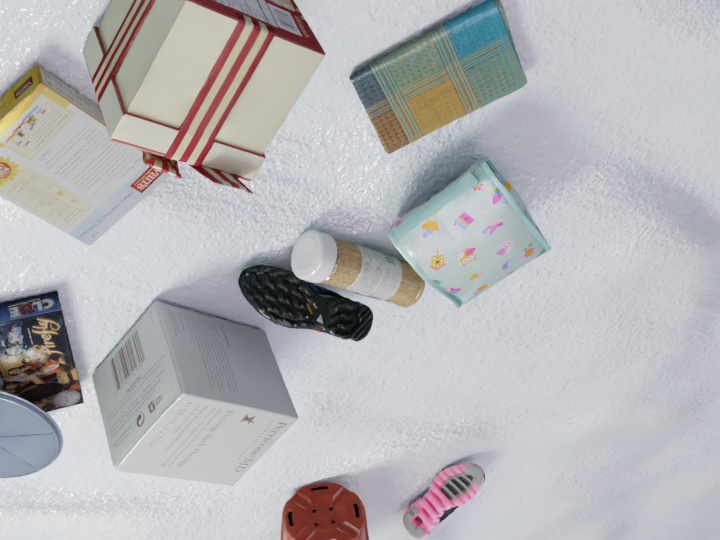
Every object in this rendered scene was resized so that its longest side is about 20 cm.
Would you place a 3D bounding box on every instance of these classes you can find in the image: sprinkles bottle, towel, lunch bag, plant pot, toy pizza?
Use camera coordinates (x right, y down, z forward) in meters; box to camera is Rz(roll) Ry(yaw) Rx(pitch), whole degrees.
[{"bbox_3d":[0.000,0.000,1.434,0.200,0.068,0.068,17,125,-40],"label":"sprinkles bottle"},{"bbox_3d":[0.097,-0.235,1.268,0.200,0.022,0.147,-27,140,4],"label":"towel"},{"bbox_3d":[0.140,-0.058,1.407,0.170,0.122,0.200,-35,146,12],"label":"lunch bag"},{"bbox_3d":[-0.063,0.499,1.868,0.200,0.201,0.196,-13,131,-16],"label":"plant pot"},{"bbox_3d":[-0.493,0.209,1.372,0.200,0.032,0.200,0,135,0],"label":"toy pizza"}]

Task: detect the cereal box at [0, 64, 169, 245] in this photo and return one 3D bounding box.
[{"bbox_3d":[-0.327,-0.121,1.149,0.144,0.040,0.200,-38,140,14],"label":"cereal box"}]

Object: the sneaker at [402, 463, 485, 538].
[{"bbox_3d":[0.171,0.440,2.023,0.200,0.079,0.095,-44,159,21],"label":"sneaker"}]

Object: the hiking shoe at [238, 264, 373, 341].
[{"bbox_3d":[-0.084,0.048,1.438,0.200,0.087,0.075,25,85,-20],"label":"hiking shoe"}]

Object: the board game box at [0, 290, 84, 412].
[{"bbox_3d":[-0.444,0.118,1.353,0.135,0.035,0.200,-13,139,-15],"label":"board game box"}]

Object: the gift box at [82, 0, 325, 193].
[{"bbox_3d":[-0.153,-0.199,1.045,0.200,0.185,0.187,19,122,-33],"label":"gift box"}]

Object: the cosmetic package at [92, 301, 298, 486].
[{"bbox_3d":[-0.228,0.173,1.426,0.200,0.167,0.167,19,123,-42],"label":"cosmetic package"}]
